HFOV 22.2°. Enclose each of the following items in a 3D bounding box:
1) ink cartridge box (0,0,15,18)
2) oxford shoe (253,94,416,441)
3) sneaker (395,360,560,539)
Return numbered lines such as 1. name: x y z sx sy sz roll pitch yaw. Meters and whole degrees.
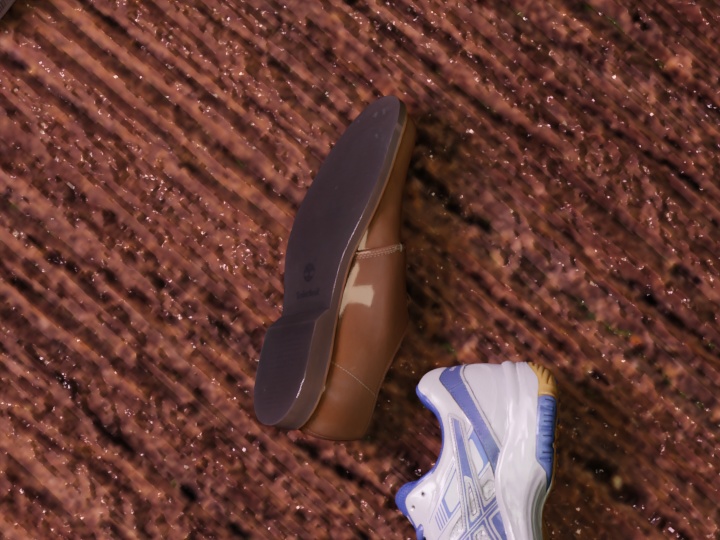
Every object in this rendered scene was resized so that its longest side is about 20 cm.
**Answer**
1. ink cartridge box: -0.265 -0.234 1.061 0.200 0.037 0.095 37 83 4
2. oxford shoe: 0.000 0.000 1.042 0.071 0.071 0.200 21 80 -30
3. sneaker: 0.063 0.150 1.022 0.088 0.075 0.201 2 76 9
